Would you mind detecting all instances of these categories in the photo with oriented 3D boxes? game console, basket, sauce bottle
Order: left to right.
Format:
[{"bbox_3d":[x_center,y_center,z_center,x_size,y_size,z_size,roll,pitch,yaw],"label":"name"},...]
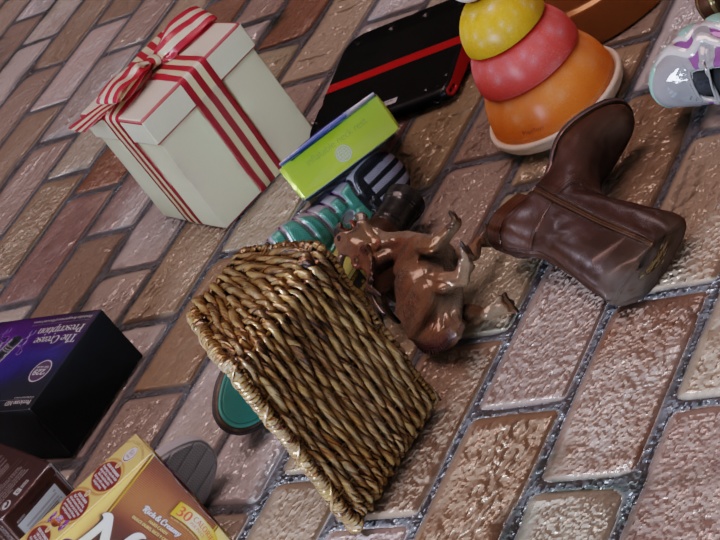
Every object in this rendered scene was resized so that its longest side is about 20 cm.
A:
[{"bbox_3d":[-0.060,0.095,1.566,0.142,0.200,0.149,-3,43,46],"label":"basket"},{"bbox_3d":[0.000,0.000,1.789,0.064,0.065,0.201,-8,41,44],"label":"sauce bottle"},{"bbox_3d":[0.044,-0.219,2.119,0.199,0.031,0.178,-18,38,36],"label":"game console"}]

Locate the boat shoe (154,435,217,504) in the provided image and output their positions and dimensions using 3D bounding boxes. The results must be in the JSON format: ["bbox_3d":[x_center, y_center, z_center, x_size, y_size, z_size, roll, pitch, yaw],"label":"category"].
[{"bbox_3d":[-0.208,0.221,1.698,0.200,0.072,0.062,-47,27,-12],"label":"boat shoe"}]

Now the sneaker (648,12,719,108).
[{"bbox_3d":[0.330,-0.163,1.622,0.199,0.078,0.140,-24,30,27],"label":"sneaker"}]

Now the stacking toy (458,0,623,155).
[{"bbox_3d":[0.143,-0.222,1.807,0.145,0.200,0.147,-28,29,17],"label":"stacking toy"}]

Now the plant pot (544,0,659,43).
[{"bbox_3d":[0.212,-0.333,1.961,0.199,0.140,0.201,-29,29,18],"label":"plant pot"}]

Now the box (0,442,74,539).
[{"bbox_3d":[-0.325,0.220,1.811,0.075,0.100,0.199,-49,30,-22],"label":"box"}]

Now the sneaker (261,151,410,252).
[{"bbox_3d":[-0.036,-0.035,1.906,0.200,0.075,0.087,-40,8,-16],"label":"sneaker"}]

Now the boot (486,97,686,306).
[{"bbox_3d":[0.220,-0.060,1.620,0.187,0.064,0.200,-49,29,-11],"label":"boot"}]

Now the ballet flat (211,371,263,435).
[{"bbox_3d":[-0.086,0.076,1.787,0.073,0.073,0.201,-8,46,44],"label":"ballet flat"}]

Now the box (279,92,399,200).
[{"bbox_3d":[-0.021,-0.123,1.940,0.122,0.048,0.200,-38,2,1],"label":"box"}]

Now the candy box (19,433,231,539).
[{"bbox_3d":[-0.220,0.249,1.619,0.200,0.117,0.056,-43,27,-9],"label":"candy box"}]

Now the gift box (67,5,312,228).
[{"bbox_3d":[-0.199,-0.169,2.158,0.199,0.187,0.185,6,50,53],"label":"gift box"}]

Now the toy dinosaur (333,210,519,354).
[{"bbox_3d":[0.054,0.022,1.677,0.135,0.086,0.201,-36,39,18],"label":"toy dinosaur"}]

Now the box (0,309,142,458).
[{"bbox_3d":[-0.343,0.122,2.010,0.199,0.079,0.142,-8,42,45],"label":"box"}]

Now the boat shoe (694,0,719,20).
[{"bbox_3d":[0.353,-0.287,1.801,0.067,0.072,0.201,-18,27,43],"label":"boat shoe"}]
